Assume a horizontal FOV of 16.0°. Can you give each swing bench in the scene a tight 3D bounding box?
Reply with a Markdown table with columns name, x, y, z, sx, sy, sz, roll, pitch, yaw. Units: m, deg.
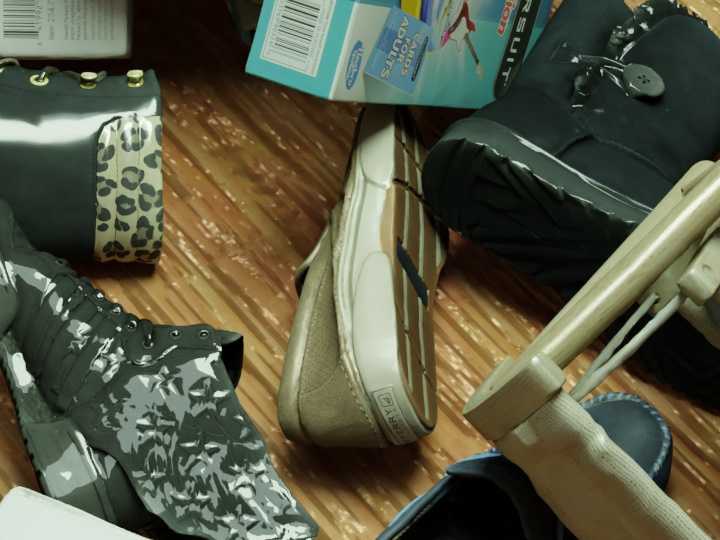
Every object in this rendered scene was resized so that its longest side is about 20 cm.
| name | x | y | z | sx | sy | sz | roll | pitch | yaw |
| --- | --- | --- | --- | --- | --- | --- | --- | --- | --- |
| swing bench | 0.164 | 0.068 | 0.974 | 0.199 | 0.130 | 0.200 | 47 | 63 | 1 |

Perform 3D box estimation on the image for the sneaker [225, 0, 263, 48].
| name | x | y | z | sx | sy | sz | roll | pitch | yaw |
| --- | --- | --- | --- | --- | --- | --- | --- | --- | --- |
| sneaker | -0.049 | -0.153 | 1.260 | 0.199 | 0.075 | 0.087 | 26 | 58 | 21 |

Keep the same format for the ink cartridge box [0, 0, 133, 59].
| name | x | y | z | sx | sy | sz | roll | pitch | yaw |
| --- | --- | --- | --- | --- | --- | --- | --- | --- | --- |
| ink cartridge box | -0.208 | -0.159 | 1.216 | 0.198 | 0.117 | 0.067 | 1 | 5 | -3 |

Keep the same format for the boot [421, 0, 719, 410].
| name | x | y | z | sx | sy | sz | roll | pitch | yaw |
| --- | --- | --- | --- | --- | --- | --- | --- | --- | --- |
| boot | 0.145 | -0.042 | 1.158 | 0.200 | 0.077 | 0.168 | 33 | 46 | 13 |

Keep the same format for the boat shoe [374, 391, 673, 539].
| name | x | y | z | sx | sy | sz | roll | pitch | yaw |
| --- | --- | --- | --- | --- | --- | --- | --- | --- | --- |
| boat shoe | 0.060 | 0.108 | 1.019 | 0.084 | 0.069 | 0.200 | 31 | 53 | 24 |

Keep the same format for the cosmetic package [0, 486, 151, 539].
| name | x | y | z | sx | sy | sz | roll | pitch | yaw |
| --- | --- | --- | --- | --- | --- | --- | --- | --- | --- |
| cosmetic package | -0.133 | 0.193 | 0.902 | 0.081 | 0.113 | 0.200 | 19 | 47 | 14 |

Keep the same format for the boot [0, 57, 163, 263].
| name | x | y | z | sx | sy | sz | roll | pitch | yaw |
| --- | --- | --- | --- | --- | --- | --- | --- | --- | --- |
| boot | -0.169 | -0.091 | 1.153 | 0.153 | 0.073 | 0.205 | -3 | 81 | -10 |

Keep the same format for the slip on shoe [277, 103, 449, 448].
| name | x | y | z | sx | sy | sz | roll | pitch | yaw |
| --- | --- | --- | --- | --- | --- | --- | --- | --- | --- |
| slip on shoe | 0.000 | 0.000 | 1.122 | 0.060 | 0.076 | 0.201 | -16 | 43 | 17 |

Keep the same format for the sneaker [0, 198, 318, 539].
| name | x | y | z | sx | sy | sz | roll | pitch | yaw |
| --- | --- | --- | --- | --- | --- | --- | --- | --- | --- |
| sneaker | -0.095 | 0.044 | 1.068 | 0.104 | 0.060 | 0.201 | -19 | 64 | -8 |

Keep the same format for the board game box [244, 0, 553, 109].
| name | x | y | z | sx | sy | sz | roll | pitch | yaw |
| --- | --- | --- | --- | --- | --- | --- | --- | --- | --- |
| board game box | 0.035 | -0.151 | 1.141 | 0.047 | 0.152 | 0.200 | 21 | 11 | 25 |
